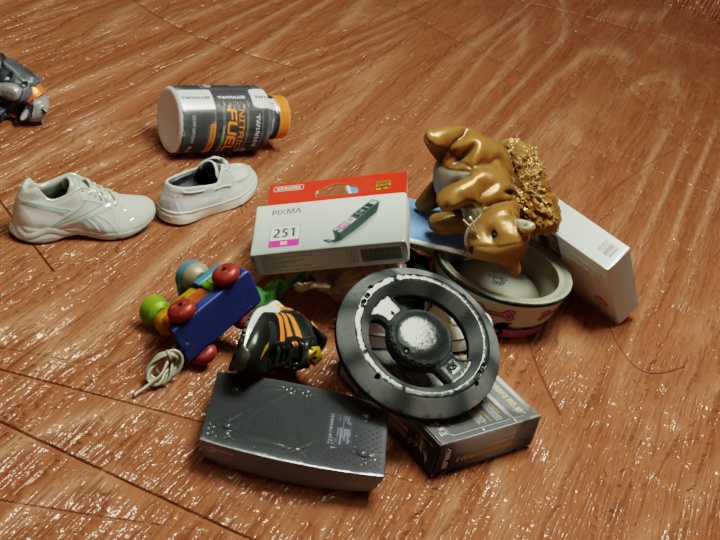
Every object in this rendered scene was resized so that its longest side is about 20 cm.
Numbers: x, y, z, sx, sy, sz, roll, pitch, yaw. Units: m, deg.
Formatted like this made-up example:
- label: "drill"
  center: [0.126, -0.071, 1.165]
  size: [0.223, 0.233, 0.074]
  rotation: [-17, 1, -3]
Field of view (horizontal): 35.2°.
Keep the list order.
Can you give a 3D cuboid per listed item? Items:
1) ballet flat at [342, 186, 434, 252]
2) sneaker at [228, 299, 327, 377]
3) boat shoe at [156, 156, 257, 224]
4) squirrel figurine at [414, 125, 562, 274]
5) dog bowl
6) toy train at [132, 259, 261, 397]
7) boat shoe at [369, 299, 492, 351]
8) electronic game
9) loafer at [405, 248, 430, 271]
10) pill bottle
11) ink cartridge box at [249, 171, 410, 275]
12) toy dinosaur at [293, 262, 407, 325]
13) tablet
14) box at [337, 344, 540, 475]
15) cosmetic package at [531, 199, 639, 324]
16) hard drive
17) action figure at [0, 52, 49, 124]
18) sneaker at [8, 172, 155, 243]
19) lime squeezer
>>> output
- label: "ballet flat"
  center: [0.058, -0.072, 1.691]
  size: [0.200, 0.067, 0.067]
  rotation: [21, 53, 7]
- label: "sneaker"
  center: [-0.088, 0.086, 1.326]
  size: [0.090, 0.070, 0.200]
  rotation: [23, 12, 4]
- label: "boat shoe"
  center: [-0.219, -0.129, 1.649]
  size: [0.072, 0.069, 0.200]
  rotation: [33, 36, 27]
- label: "squirrel figurine"
  center: [0.190, -0.090, 1.520]
  size: [0.199, 0.142, 0.187]
  rotation: [-10, 47, -24]
- label: "dog bowl"
  center: [0.191, 0.018, 1.589]
  size: [0.200, 0.074, 0.200]
  rotation: [12, 31, -7]
- label: "toy train"
  center: [-0.225, 0.063, 1.345]
  size: [0.116, 0.085, 0.200]
  rotation: [21, 52, 44]
- label: "boat shoe"
  center: [0.078, 0.056, 1.392]
  size: [0.199, 0.066, 0.074]
  rotation: [-2, 33, -26]
- label: "electronic game"
  center: [0.067, 0.083, 1.315]
  size: [0.199, 0.042, 0.200]
  rotation: [9, 56, -13]
- label: "loafer"
  center: [0.008, -0.024, 1.589]
  size: [0.200, 0.073, 0.071]
  rotation: [27, 26, 4]
- label: "pill bottle"
  center: [-0.212, -0.241, 1.795]
  size: [0.200, 0.106, 0.106]
  rotation: [-7, 37, -31]
- label: "ink cartridge box"
  center: [-0.036, -0.076, 1.475]
  size: [0.199, 0.044, 0.174]
  rotation: [-5, 47, 8]
- label: "toy dinosaur"
  center: [0.000, 0.000, 1.478]
  size: [0.199, 0.086, 0.136]
  rotation: [2, 46, 21]
- label: "tablet"
  center: [0.080, -0.065, 1.571]
  size: [0.199, 0.014, 0.130]
  rotation: [12, 29, -19]
- label: "box"
  center: [0.091, 0.148, 1.360]
  size: [0.158, 0.048, 0.200]
  rotation: [-10, 39, -37]
- label: "cosmetic package"
  center: [0.308, -0.027, 1.643]
  size: [0.052, 0.151, 0.200]
  rotation: [-43, 54, -9]
- label: "hard drive"
  center: [-0.071, 0.179, 1.245]
  size: [0.199, 0.042, 0.135]
  rotation: [12, 31, -4]
- label: "action figure"
  center: [-0.554, -0.285, 1.702]
  size: [0.193, 0.105, 0.200]
  rotation: [38, 32, -17]
- label: "sneaker"
  center: [-0.363, -0.086, 1.509]
  size: [0.200, 0.080, 0.070]
  rotation: [-7, 36, -35]
- label: "lime squeezer"
  center: [-0.132, 0.030, 1.477]
  size: [0.200, 0.038, 0.071]
  rotation: [-14, 11, -38]
